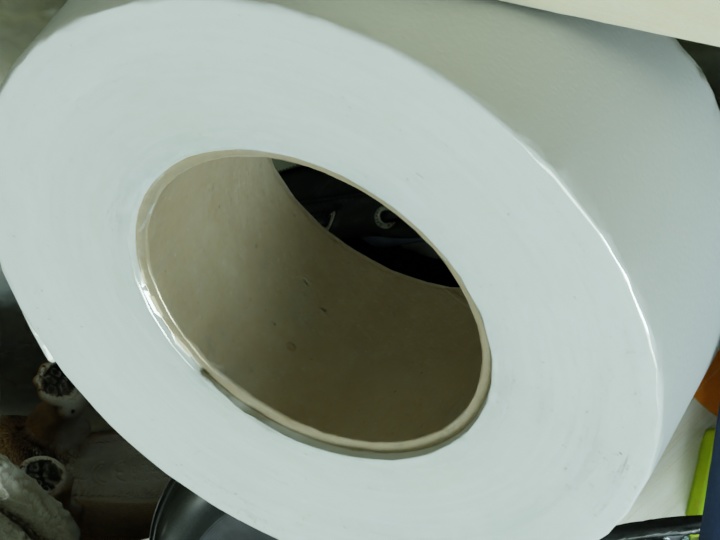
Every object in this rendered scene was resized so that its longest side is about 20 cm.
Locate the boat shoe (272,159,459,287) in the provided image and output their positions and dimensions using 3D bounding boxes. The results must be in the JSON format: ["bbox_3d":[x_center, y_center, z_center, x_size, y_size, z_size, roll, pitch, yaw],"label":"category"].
[{"bbox_3d":[0.002,0.001,0.858,0.199,0.066,0.074,-21,145,40],"label":"boat shoe"}]

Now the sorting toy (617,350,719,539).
[{"bbox_3d":[0.094,0.117,0.866,0.200,0.180,0.107,-43,174,23],"label":"sorting toy"}]

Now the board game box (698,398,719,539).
[{"bbox_3d":[0.186,0.047,0.758,0.199,0.136,0.035,-2,-164,-30],"label":"board game box"}]

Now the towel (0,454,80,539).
[{"bbox_3d":[-0.196,0.049,0.936,0.200,0.035,0.132,45,143,-22],"label":"towel"}]

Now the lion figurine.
[{"bbox_3d":[-0.078,0.075,1.014,0.199,0.073,0.123,6,157,-11],"label":"lion figurine"}]

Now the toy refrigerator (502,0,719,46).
[{"bbox_3d":[0.090,-0.101,0.647,0.199,0.070,0.076,11,156,-11],"label":"toy refrigerator"}]

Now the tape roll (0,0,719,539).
[{"bbox_3d":[0.000,-0.011,0.736,0.202,0.071,0.203,18,138,17],"label":"tape roll"}]

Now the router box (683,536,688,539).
[{"bbox_3d":[0.157,0.070,0.984,0.199,0.062,0.150,-6,154,17],"label":"router box"}]

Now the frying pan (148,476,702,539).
[{"bbox_3d":[0.020,0.108,0.825,0.189,0.115,0.031,14,-160,16],"label":"frying pan"}]
